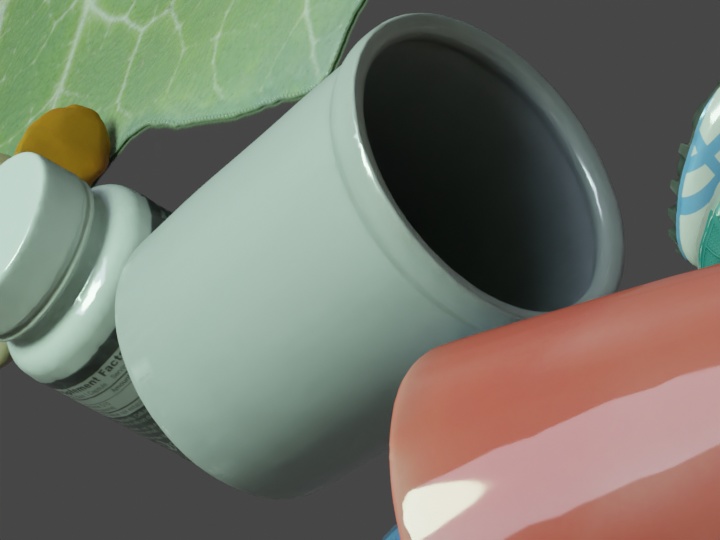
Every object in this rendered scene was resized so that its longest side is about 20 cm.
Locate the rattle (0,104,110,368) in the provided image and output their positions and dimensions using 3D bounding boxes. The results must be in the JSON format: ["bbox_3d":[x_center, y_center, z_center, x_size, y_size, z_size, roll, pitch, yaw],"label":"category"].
[{"bbox_3d":[-0.246,-0.002,1.793,0.143,0.130,0.201,-95,17,-62],"label":"rattle"}]

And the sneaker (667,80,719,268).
[{"bbox_3d":[0.203,-0.076,1.166,0.072,0.072,0.200,45,113,30],"label":"sneaker"}]

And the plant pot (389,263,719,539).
[{"bbox_3d":[0.137,0.085,1.006,0.177,0.200,0.201,-28,40,28],"label":"plant pot"}]

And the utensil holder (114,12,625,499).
[{"bbox_3d":[0.000,0.000,1.307,0.200,0.170,0.170,-38,35,37],"label":"utensil holder"}]

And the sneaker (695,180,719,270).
[{"bbox_3d":[0.218,-0.041,1.100,0.200,0.071,0.080,-44,28,23],"label":"sneaker"}]

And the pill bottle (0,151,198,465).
[{"bbox_3d":[-0.115,0.024,1.426,0.113,0.200,0.113,-38,35,33],"label":"pill bottle"}]

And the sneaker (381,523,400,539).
[{"bbox_3d":[0.060,0.122,1.156,0.082,0.074,0.200,-21,27,36],"label":"sneaker"}]
